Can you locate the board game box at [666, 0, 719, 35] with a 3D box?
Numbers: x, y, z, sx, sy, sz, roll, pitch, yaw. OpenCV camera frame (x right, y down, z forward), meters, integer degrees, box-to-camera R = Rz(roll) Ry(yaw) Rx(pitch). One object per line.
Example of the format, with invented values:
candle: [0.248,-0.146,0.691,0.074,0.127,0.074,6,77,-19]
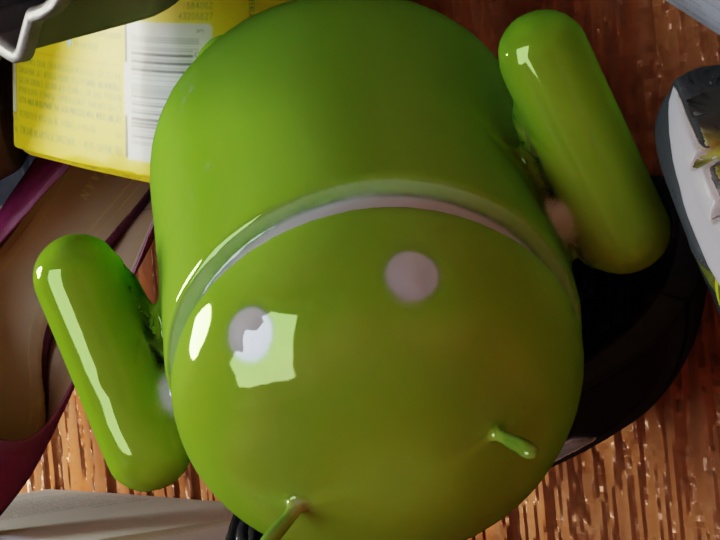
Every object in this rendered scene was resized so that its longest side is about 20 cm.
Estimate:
board game box: [0.057,-0.130,0.825,0.035,0.126,0.200,-47,46,-3]

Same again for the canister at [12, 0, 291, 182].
canister: [-0.062,-0.135,0.981,0.148,0.086,0.201,15,107,56]

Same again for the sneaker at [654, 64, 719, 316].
sneaker: [0.122,0.038,0.797,0.085,0.074,0.200,-50,56,47]

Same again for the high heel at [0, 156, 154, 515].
high heel: [-0.117,0.011,1.071,0.096,0.067,0.201,-32,35,60]

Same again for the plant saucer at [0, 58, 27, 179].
plant saucer: [-0.137,-0.121,1.072,0.200,0.029,0.201,0,-90,-90]

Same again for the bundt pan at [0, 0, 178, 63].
bundt pan: [-0.091,-0.160,0.871,0.202,0.076,0.203,18,112,54]

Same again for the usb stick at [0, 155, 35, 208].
usb stick: [-0.158,0.012,1.229,0.200,0.033,0.056,-48,57,47]

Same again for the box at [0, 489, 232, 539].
box: [-0.107,0.153,1.125,0.200,0.097,0.125,-2,94,56]

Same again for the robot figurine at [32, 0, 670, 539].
robot figurine: [0.000,0.000,0.842,0.200,0.175,0.116,-100,-17,-52]

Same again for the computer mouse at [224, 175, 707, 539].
computer mouse: [0.040,0.019,0.930,0.200,0.046,0.141,-35,34,30]
